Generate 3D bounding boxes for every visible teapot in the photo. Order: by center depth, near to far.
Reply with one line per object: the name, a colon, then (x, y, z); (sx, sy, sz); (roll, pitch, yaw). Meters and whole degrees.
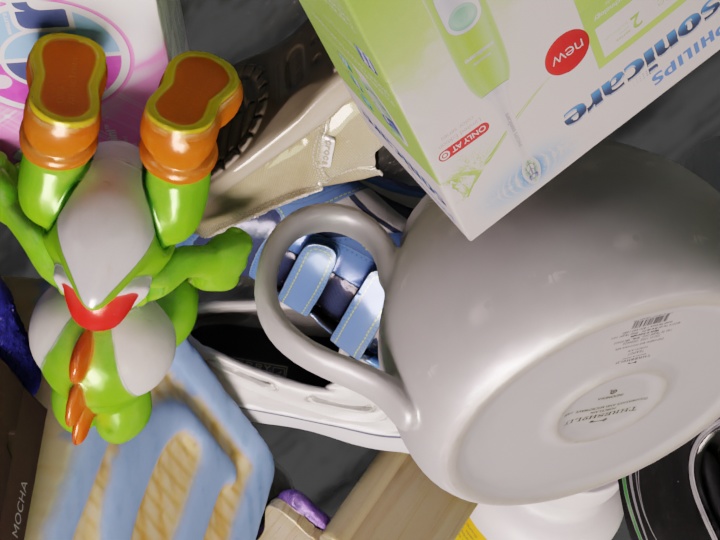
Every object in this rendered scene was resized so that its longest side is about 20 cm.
teapot: (0.083, 0.005, 0.915); (0.197, 0.147, 0.200); (-36, 148, 18)

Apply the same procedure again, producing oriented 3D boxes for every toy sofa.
toy sofa: (-0.017, 0.168, 1.186); (0.097, 0.083, 0.200); (38, 148, 3)

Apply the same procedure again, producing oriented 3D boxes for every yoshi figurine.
yoshi figurine: (-0.105, -0.016, 0.864); (0.111, 0.112, 0.201); (-25, 144, -33)

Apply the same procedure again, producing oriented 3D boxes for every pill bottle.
pill bottle: (0.096, 0.149, 1.198); (0.103, 0.105, 0.201); (7, 145, -13)

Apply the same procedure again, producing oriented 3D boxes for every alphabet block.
alphabet block: (-0.187, 0.129, 1.035); (0.198, 0.197, 0.197); (2, 146, 24)

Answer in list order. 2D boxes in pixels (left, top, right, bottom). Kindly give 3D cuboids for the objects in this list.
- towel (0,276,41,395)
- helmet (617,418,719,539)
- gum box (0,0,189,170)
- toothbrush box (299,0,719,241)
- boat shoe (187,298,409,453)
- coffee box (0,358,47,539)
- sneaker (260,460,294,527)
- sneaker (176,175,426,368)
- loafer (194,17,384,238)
towel: (-0.216, -0.032, 0.891); (0.049, 0.148, 0.201); (-35, 149, -18)
helmet: (0.228, 0.098, 1.056); (0.198, 0.193, 0.200); (-2, 179, 0)
gum box: (-0.137, -0.113, 0.837); (0.112, 0.067, 0.201); (-4, 146, 1)
toothbrush box: (0.049, -0.130, 0.755); (0.145, 0.086, 0.200); (-37, 144, -5)
boat shoe: (-0.006, 0.053, 1.082); (0.198, 0.074, 0.066); (2, 150, -7)
coffee box: (-0.253, 0.104, 0.900); (0.198, 0.114, 0.080); (-9, 145, 20)
sneaker: (-0.117, 0.161, 1.255); (0.199, 0.075, 0.087); (-23, 158, 32)
sneaker: (0.000, 0.000, 0.997); (0.198, 0.083, 0.074); (9, 147, -14)
loafer: (-0.022, -0.066, 0.904); (0.068, 0.076, 0.199); (32, 133, -31)
